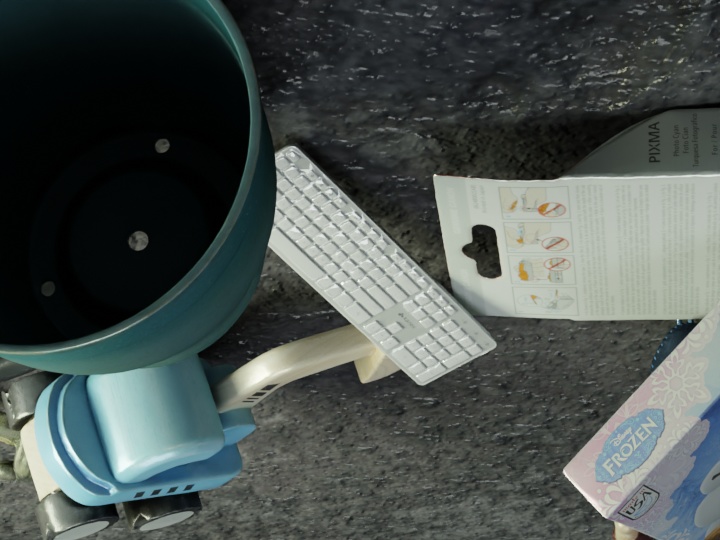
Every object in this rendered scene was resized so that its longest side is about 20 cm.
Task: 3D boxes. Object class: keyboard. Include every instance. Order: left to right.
[{"bbox_3d":[0.000,0.000,1.245,0.056,0.011,0.200,-33,128,18],"label":"keyboard"}]

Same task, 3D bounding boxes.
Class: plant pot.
[{"bbox_3d":[-0.126,-0.038,1.065,0.199,0.201,0.188,-6,165,8],"label":"plant pot"}]

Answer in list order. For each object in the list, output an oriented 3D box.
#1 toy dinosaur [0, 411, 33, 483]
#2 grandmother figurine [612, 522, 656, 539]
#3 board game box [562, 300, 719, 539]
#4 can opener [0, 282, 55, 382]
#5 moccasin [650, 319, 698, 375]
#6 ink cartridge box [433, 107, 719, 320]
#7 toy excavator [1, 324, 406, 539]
[{"bbox_3d":[-0.215,0.120,1.448,0.200,0.048,0.088,8,135,-25],"label":"toy dinosaur"},{"bbox_3d":[0.237,0.192,1.586,0.121,0.061,0.200,15,144,-10],"label":"grandmother figurine"},{"bbox_3d":[0.230,0.072,1.250,0.200,0.043,0.199,-48,148,9],"label":"board game box"},{"bbox_3d":[-0.219,0.047,1.316,0.200,0.079,0.063,-19,138,11],"label":"can opener"},{"bbox_3d":[0.213,0.075,1.347,0.081,0.068,0.200,-52,147,-1],"label":"moccasin"},{"bbox_3d":[0.147,-0.028,1.226,0.199,0.047,0.160,0,150,8],"label":"ink cartridge box"},{"bbox_3d":[-0.089,0.080,1.328,0.194,0.100,0.200,-4,159,-41],"label":"toy excavator"}]
